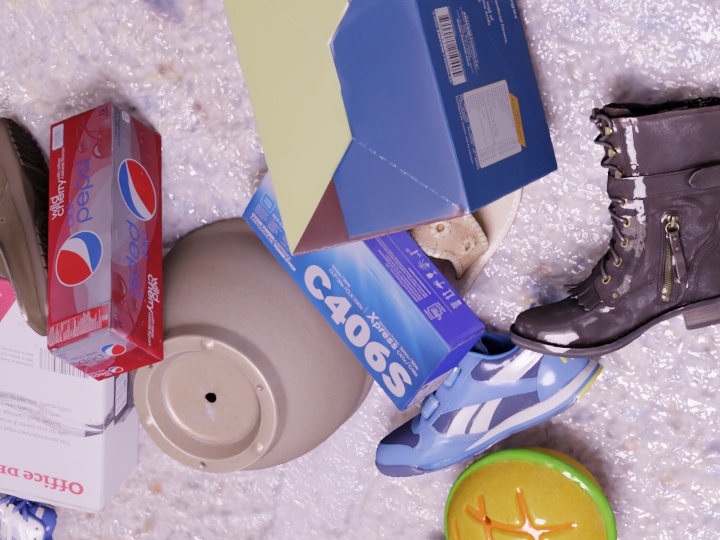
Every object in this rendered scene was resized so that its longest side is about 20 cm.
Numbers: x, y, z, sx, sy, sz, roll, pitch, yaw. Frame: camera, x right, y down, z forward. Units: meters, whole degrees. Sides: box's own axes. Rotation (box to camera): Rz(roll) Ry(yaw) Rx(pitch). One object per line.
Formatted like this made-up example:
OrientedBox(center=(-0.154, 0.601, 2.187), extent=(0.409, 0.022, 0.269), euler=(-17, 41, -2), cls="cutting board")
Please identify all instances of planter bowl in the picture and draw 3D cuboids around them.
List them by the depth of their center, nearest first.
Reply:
OrientedBox(center=(-0.098, 0.077, 1.629), extent=(0.200, 0.135, 0.201), euler=(7, 116, 15), cls="planter bowl")

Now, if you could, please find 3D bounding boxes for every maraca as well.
OrientedBox(center=(0.124, 0.216, 1.635), extent=(0.137, 0.107, 0.200), euler=(34, 130, 7), cls="maraca")

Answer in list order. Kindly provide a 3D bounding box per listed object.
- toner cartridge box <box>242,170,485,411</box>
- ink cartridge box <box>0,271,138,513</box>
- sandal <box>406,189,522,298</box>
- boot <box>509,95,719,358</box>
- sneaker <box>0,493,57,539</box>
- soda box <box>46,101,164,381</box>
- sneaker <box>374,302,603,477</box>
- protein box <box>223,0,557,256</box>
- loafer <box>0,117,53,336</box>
OrientedBox(center=(0.000, 0.000, 1.560), extent=(0.200, 0.043, 0.095), euler=(50, 140, 13), cls="toner cartridge box")
OrientedBox(center=(-0.262, 0.084, 1.719), extent=(0.145, 0.083, 0.201), euler=(12, 117, 13), cls="ink cartridge box")
OrientedBox(center=(0.062, -0.016, 1.566), extent=(0.077, 0.070, 0.212), euler=(26, 120, 6), cls="sandal")
OrientedBox(center=(0.191, -0.038, 1.505), extent=(0.199, 0.069, 0.175), euler=(-14, 110, -1), cls="boot")
OrientedBox(center=(-0.310, 0.212, 1.812), extent=(0.088, 0.075, 0.200), euler=(-24, 111, 15), cls="sneaker")
OrientedBox(center=(-0.194, -0.023, 1.585), extent=(0.063, 0.201, 0.070), euler=(-17, 149, 26), cls="soda box")
OrientedBox(center=(0.088, 0.094, 1.611), extent=(0.200, 0.074, 0.082), euler=(-30, 100, 21), cls="sneaker")
OrientedBox(center=(0.024, -0.135, 1.427), extent=(0.135, 0.200, 0.199), euler=(-12, 96, 24), cls="protein box")
OrientedBox(center=(-0.266, -0.025, 1.628), extent=(0.067, 0.200, 0.076), euler=(-31, 146, 16), cls="loafer")
